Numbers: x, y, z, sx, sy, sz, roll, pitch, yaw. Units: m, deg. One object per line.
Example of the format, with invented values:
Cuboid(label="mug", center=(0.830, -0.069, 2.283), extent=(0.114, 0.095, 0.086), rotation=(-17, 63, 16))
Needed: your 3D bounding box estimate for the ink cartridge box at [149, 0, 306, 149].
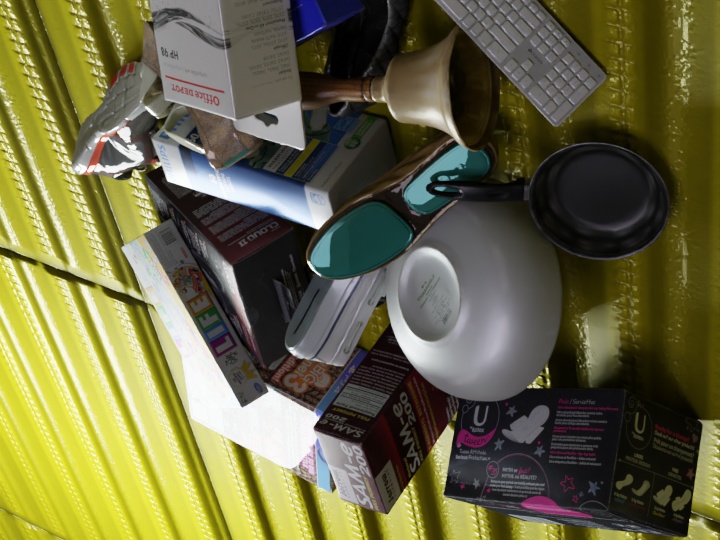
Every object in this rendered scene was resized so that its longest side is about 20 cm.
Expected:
Cuboid(label="ink cartridge box", center=(-0.111, -0.192, 1.204), extent=(0.116, 0.067, 0.200), rotation=(21, 124, 50))

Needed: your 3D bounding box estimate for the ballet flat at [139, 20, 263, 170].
Cuboid(label="ballet flat", center=(-0.162, -0.159, 1.368), extent=(0.200, 0.067, 0.068), rotation=(48, -175, 40))

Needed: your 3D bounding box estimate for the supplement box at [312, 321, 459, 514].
Cuboid(label="supplement box", center=(0.041, 0.124, 1.464), extent=(0.061, 0.200, 0.109), rotation=(14, 140, 32))

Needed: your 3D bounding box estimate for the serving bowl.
Cuboid(label="serving bowl", center=(0.084, 0.019, 1.319), extent=(0.200, 0.066, 0.200), rotation=(9, 101, 51))

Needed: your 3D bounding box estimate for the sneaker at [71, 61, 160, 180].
Cuboid(label="sneaker", center=(-0.227, -0.148, 1.534), extent=(0.082, 0.077, 0.200), rotation=(20, 155, -23))

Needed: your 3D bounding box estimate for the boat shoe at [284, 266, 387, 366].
Cuboid(label="boat shoe", center=(0.000, 0.000, 1.423), extent=(0.067, 0.074, 0.200), rotation=(22, 111, -27))

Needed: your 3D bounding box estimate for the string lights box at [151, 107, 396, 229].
Cuboid(label="string lights box", center=(-0.080, -0.109, 1.386), extent=(0.200, 0.103, 0.059), rotation=(18, 145, 28))

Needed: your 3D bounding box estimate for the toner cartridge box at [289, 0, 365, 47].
Cuboid(label="toner cartridge box", center=(-0.079, -0.227, 1.253), extent=(0.200, 0.043, 0.095), rotation=(-14, 101, 59))

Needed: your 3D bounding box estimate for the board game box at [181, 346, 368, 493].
Cuboid(label="board game box", center=(-0.091, 0.133, 1.698), extent=(0.200, 0.097, 0.160), rotation=(26, 145, 19))

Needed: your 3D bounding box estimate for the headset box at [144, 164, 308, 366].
Cuboid(label="headset box", center=(-0.123, -0.012, 1.508), extent=(0.200, 0.077, 0.149), rotation=(41, 156, 41))

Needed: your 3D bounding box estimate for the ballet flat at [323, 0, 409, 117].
Cuboid(label="ballet flat", center=(0.001, -0.203, 1.234), extent=(0.066, 0.057, 0.200), rotation=(29, 146, 21))

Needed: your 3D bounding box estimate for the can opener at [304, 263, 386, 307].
Cuboid(label="can opener", center=(0.016, 0.002, 1.485), extent=(0.200, 0.079, 0.064), rotation=(-15, 82, 48))

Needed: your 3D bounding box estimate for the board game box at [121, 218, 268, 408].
Cuboid(label="board game box", center=(-0.173, 0.049, 1.554), extent=(0.200, 0.034, 0.134), rotation=(61, 162, -4))

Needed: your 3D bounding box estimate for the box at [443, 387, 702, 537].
Cuboid(label="box", center=(0.200, 0.177, 1.420), extent=(0.132, 0.115, 0.200), rotation=(23, 163, -40))

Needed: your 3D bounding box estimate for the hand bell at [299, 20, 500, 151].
Cuboid(label="hand bell", center=(0.002, -0.146, 1.223), extent=(0.200, 0.104, 0.104), rotation=(0, 133, 27))

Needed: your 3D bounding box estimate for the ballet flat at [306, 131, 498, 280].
Cuboid(label="ballet flat", center=(0.039, -0.060, 1.297), extent=(0.200, 0.063, 0.069), rotation=(-33, 112, 22))

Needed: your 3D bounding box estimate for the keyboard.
Cuboid(label="keyboard", center=(0.102, -0.199, 1.148), extent=(0.200, 0.056, 0.011), rotation=(45, 177, -10))

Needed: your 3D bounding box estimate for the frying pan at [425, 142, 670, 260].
Cuboid(label="frying pan", center=(0.162, -0.052, 1.242), extent=(0.190, 0.031, 0.115), rotation=(-12, 122, 27))
